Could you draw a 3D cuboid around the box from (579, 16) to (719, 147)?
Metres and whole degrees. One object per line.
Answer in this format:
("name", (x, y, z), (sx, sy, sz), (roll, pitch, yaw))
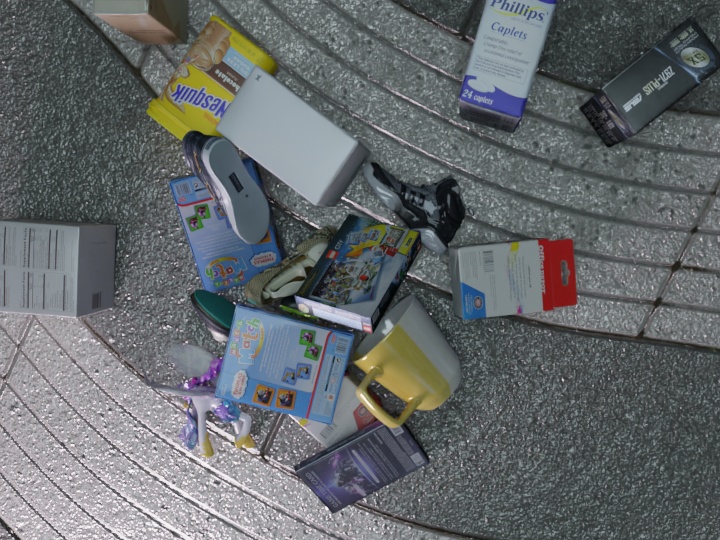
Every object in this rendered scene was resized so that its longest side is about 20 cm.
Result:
("box", (0.442, -0.282, 1.230), (0.163, 0.200, 0.087), (-38, 89, 6))

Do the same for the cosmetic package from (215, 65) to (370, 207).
("cosmetic package", (-0.101, -0.209, 1.291), (0.198, 0.200, 0.124), (37, 96, 4))

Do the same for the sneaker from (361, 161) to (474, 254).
("sneaker", (0.100, -0.132, 1.340), (0.114, 0.076, 0.200), (-45, 94, 5))

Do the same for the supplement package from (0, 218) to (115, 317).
("supplement package", (-0.545, -0.008, 1.372), (0.195, 0.152, 0.155), (4, 94, 6))

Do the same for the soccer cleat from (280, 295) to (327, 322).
("soccer cleat", (-0.043, 0.045, 1.334), (0.196, 0.067, 0.083), (5, 91, -31))

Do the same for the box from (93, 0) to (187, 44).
("box", (-0.355, -0.433, 1.307), (0.093, 0.200, 0.080), (1, 93, 6))

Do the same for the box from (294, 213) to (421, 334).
("box", (0.000, 0.000, 1.281), (0.134, 0.038, 0.201), (14, 50, 23))

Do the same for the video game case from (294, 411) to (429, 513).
("video game case", (0.005, 0.330, 1.357), (0.197, 0.019, 0.144), (-28, 128, 7))

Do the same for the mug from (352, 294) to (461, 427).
("mug", (0.076, 0.162, 1.323), (0.153, 0.149, 0.187), (44, 83, -7))

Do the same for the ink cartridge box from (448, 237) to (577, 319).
("ink cartridge box", (0.251, 0.010, 1.320), (0.195, 0.067, 0.119), (-5, 93, -7))

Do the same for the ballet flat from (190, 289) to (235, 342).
("ballet flat", (-0.211, 0.105, 1.376), (0.197, 0.073, 0.074), (26, 95, -12))

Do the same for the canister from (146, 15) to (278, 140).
("canister", (-0.250, -0.309, 1.361), (0.147, 0.087, 0.202), (36, 94, 3))

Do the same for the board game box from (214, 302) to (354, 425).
("board game box", (-0.123, 0.151, 1.291), (0.196, 0.037, 0.155), (15, 94, -10))

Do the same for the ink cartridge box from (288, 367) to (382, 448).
("ink cartridge box", (-0.071, 0.205, 1.360), (0.200, 0.068, 0.117), (43, 96, -8))

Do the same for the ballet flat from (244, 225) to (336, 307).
("ballet flat", (-0.101, 0.001, 1.333), (0.198, 0.075, 0.069), (-35, 125, -20))

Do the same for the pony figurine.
("pony figurine", (-0.262, 0.214, 1.367), (0.188, 0.167, 0.204), (7, 112, 3))

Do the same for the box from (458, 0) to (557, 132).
("box", (0.230, -0.337, 1.258), (0.103, 0.184, 0.204), (17, 95, 6))

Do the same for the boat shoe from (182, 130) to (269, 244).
("boat shoe", (-0.214, -0.137, 1.282), (0.071, 0.203, 0.090), (-40, 43, -22))

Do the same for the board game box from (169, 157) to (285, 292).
("board game box", (-0.223, -0.075, 1.361), (0.148, 0.037, 0.204), (-13, 107, 6))
